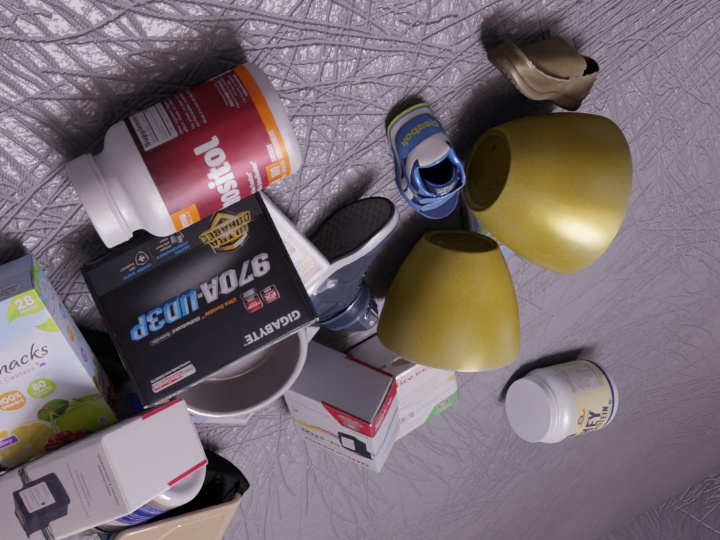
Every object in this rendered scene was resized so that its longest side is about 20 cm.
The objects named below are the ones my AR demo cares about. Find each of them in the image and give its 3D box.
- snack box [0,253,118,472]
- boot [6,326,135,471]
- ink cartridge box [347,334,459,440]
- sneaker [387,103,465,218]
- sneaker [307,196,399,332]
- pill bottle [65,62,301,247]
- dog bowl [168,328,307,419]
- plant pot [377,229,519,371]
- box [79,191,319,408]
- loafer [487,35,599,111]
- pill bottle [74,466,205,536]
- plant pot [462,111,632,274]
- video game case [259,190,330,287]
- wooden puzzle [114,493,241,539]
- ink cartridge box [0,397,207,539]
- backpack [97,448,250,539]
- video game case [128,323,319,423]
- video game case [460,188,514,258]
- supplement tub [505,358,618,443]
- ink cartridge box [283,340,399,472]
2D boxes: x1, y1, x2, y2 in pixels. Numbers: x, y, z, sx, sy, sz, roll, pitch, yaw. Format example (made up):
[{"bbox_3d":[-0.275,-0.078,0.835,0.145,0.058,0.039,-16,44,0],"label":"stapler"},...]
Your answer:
[{"bbox_3d":[-0.366,0.105,0.882,0.167,0.068,0.202,-23,129,-6],"label":"snack box"},{"bbox_3d":[-0.349,0.163,1.018,0.164,0.066,0.200,31,105,-41],"label":"boot"},{"bbox_3d":[0.073,0.171,1.386,0.144,0.088,0.201,-30,148,-9],"label":"ink cartridge box"},{"bbox_3d":[0.087,-0.111,1.049,0.074,0.083,0.200,-35,149,-1],"label":"sneaker"},{"bbox_3d":[-0.001,-0.001,1.101,0.202,0.078,0.146,-37,136,22],"label":"sneaker"},{"bbox_3d":[-0.164,-0.103,0.811,0.198,0.113,0.114,-28,146,-10],"label":"pill bottle"},{"bbox_3d":[-0.150,0.084,0.988,0.197,0.059,0.202,-11,127,-16],"label":"dog bowl"},{"bbox_3d":[0.126,0.027,1.173,0.198,0.199,0.144,-9,114,-33],"label":"plant pot"},{"bbox_3d":[-0.163,0.024,0.890,0.198,0.161,0.046,-26,175,-3],"label":"box"},{"bbox_3d":[0.217,-0.241,1.014,0.199,0.076,0.068,-2,135,-54],"label":"loafer"},{"bbox_3d":[-0.303,0.269,1.115,0.199,0.117,0.115,-28,153,30],"label":"pill bottle"},{"bbox_3d":[0.210,-0.107,1.059,0.140,0.201,0.201,10,129,-26],"label":"plant pot"},{"bbox_3d":[-0.161,0.002,0.978,0.199,0.024,0.182,-39,128,6],"label":"video game case"},{"bbox_3d":[-0.271,0.384,1.185,0.198,0.037,0.186,-10,139,-41],"label":"wooden puzzle"},{"bbox_3d":[-0.291,0.223,0.938,0.198,0.085,0.144,-24,179,24],"label":"ink cartridge box"},{"bbox_3d":[-0.286,0.345,1.258,0.201,0.153,0.163,-55,151,-3],"label":"backpack"},{"bbox_3d":[-0.178,0.120,1.136,0.180,0.046,0.201,11,126,-46],"label":"video game case"},{"bbox_3d":[0.230,-0.094,1.249,0.180,0.022,0.201,-29,146,-9],"label":"video game case"},{"bbox_3d":[0.401,0.261,1.731,0.198,0.146,0.146,-7,138,-36],"label":"supplement tub"},{"bbox_3d":[-0.024,0.201,1.256,0.201,0.144,0.083,82,32,-58],"label":"ink cartridge box"}]
